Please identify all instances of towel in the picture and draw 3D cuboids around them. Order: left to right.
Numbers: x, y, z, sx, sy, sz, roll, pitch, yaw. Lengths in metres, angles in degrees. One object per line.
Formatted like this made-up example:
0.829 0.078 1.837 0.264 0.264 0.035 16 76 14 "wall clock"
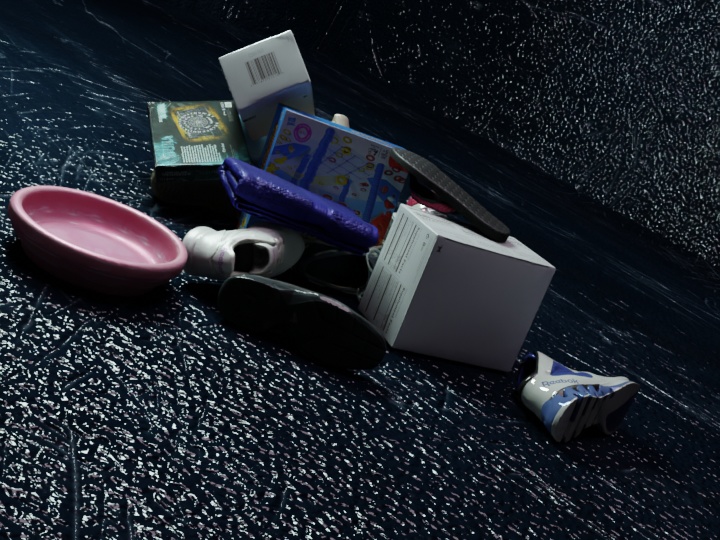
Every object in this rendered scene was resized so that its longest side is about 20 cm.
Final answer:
-0.084 -0.079 1.347 0.198 0.050 0.148 23 7 -20 "towel"

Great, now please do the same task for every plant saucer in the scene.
-0.290 -0.029 1.158 0.198 0.051 0.201 23 16 -7 "plant saucer"

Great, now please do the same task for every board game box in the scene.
-0.233 -0.187 1.507 0.133 0.029 0.201 -3 35 -13 "board game box"
-0.051 -0.102 1.460 0.197 0.199 0.056 16 12 -20 "board game box"

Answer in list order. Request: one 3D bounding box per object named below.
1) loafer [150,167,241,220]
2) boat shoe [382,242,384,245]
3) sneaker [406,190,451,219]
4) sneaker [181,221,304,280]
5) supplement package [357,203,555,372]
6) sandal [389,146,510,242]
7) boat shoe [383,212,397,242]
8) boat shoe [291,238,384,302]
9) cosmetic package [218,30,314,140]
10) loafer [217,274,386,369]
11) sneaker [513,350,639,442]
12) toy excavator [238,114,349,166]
-0.212 -0.128 1.534 0.197 0.077 0.068 13 32 -32 "loafer"
0.056 -0.008 1.557 0.198 0.067 0.072 26 16 8 "boat shoe"
0.121 -0.049 1.719 0.200 0.079 0.076 48 32 -56 "sneaker"
-0.123 -0.014 1.277 0.098 0.076 0.199 13 13 34 "sneaker"
0.125 0.026 1.380 0.197 0.158 0.111 14 16 -30 "supplement package"
0.109 -0.093 1.400 0.199 0.045 0.075 41 23 11 "sandal"
0.051 -0.041 1.679 0.056 0.070 0.200 -1 20 -8 "boat shoe"
0.000 0.000 1.435 0.197 0.076 0.062 14 16 -27 "boat shoe"
-0.129 -0.258 1.497 0.200 0.111 0.082 74 -5 -84 "cosmetic package"
-0.061 0.051 1.195 0.197 0.074 0.072 25 11 0 "loafer"
0.261 0.146 1.325 0.198 0.082 0.115 2 28 -49 "sneaker"
-0.139 -0.197 1.632 0.192 0.102 0.199 7 -18 -38 "toy excavator"
